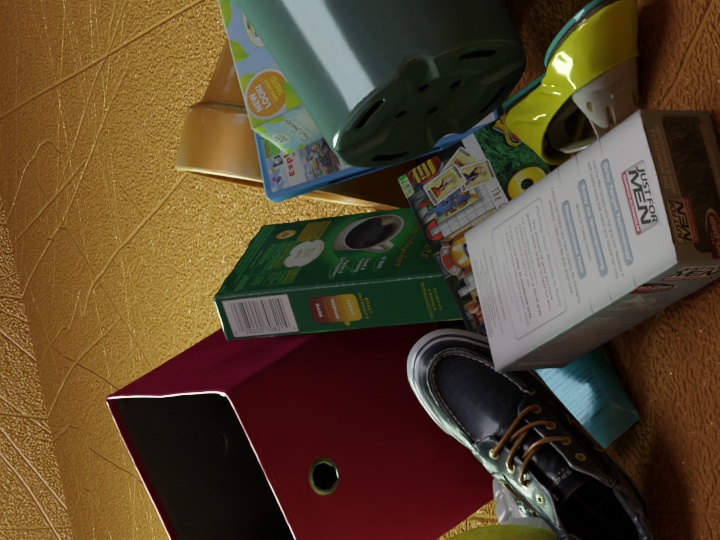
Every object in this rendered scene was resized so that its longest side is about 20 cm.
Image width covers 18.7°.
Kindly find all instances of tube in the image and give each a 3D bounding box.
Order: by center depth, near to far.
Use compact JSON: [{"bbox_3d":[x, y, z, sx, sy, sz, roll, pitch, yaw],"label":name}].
[{"bbox_3d":[0.135,0.044,1.540,0.078,0.050,0.201,-50,46,36],"label":"tube"}]

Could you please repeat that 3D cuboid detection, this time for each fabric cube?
[{"bbox_3d":[-0.042,0.137,1.723,0.199,0.199,0.198,-7,110,56],"label":"fabric cube"}]

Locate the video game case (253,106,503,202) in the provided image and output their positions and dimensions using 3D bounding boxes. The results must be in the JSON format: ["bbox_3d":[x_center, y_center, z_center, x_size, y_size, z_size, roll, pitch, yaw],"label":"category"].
[{"bbox_3d":[0.006,-0.148,1.689,0.018,0.199,0.144,21,-125,-65],"label":"video game case"}]

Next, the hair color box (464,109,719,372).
[{"bbox_3d":[0.150,-0.015,1.378,0.200,0.060,0.100,-36,61,53],"label":"hair color box"}]

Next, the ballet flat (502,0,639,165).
[{"bbox_3d":[0.149,-0.119,1.440,0.067,0.066,0.200,59,161,7],"label":"ballet flat"}]

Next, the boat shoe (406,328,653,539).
[{"bbox_3d":[0.115,0.115,1.432,0.071,0.200,0.091,-49,5,5],"label":"boat shoe"}]

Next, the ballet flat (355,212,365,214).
[{"bbox_3d":[0.006,-0.013,1.877,0.200,0.075,0.069,-160,66,-70],"label":"ballet flat"}]

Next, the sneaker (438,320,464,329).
[{"bbox_3d":[0.055,0.061,1.768,0.081,0.075,0.201,59,151,35],"label":"sneaker"}]

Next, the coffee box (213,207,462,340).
[{"bbox_3d":[0.000,0.000,1.653,0.123,0.198,0.044,-61,-41,-57],"label":"coffee box"}]

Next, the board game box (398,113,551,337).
[{"bbox_3d":[0.103,-0.022,1.541,0.024,0.104,0.201,55,-172,-47],"label":"board game box"}]

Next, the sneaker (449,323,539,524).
[{"bbox_3d":[0.119,0.104,1.593,0.201,0.077,0.092,60,143,36],"label":"sneaker"}]

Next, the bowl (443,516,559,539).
[{"bbox_3d":[0.115,0.236,1.508,0.201,0.198,0.108,103,-175,-46],"label":"bowl"}]

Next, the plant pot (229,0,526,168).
[{"bbox_3d":[0.006,-0.190,1.504,0.197,0.199,0.201,63,156,20],"label":"plant pot"}]

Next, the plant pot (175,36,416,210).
[{"bbox_3d":[-0.042,-0.157,1.825,0.200,0.198,0.185,-171,91,-71],"label":"plant pot"}]

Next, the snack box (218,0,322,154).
[{"bbox_3d":[-0.005,-0.207,1.654,0.068,0.199,0.170,32,-143,-59],"label":"snack box"}]
